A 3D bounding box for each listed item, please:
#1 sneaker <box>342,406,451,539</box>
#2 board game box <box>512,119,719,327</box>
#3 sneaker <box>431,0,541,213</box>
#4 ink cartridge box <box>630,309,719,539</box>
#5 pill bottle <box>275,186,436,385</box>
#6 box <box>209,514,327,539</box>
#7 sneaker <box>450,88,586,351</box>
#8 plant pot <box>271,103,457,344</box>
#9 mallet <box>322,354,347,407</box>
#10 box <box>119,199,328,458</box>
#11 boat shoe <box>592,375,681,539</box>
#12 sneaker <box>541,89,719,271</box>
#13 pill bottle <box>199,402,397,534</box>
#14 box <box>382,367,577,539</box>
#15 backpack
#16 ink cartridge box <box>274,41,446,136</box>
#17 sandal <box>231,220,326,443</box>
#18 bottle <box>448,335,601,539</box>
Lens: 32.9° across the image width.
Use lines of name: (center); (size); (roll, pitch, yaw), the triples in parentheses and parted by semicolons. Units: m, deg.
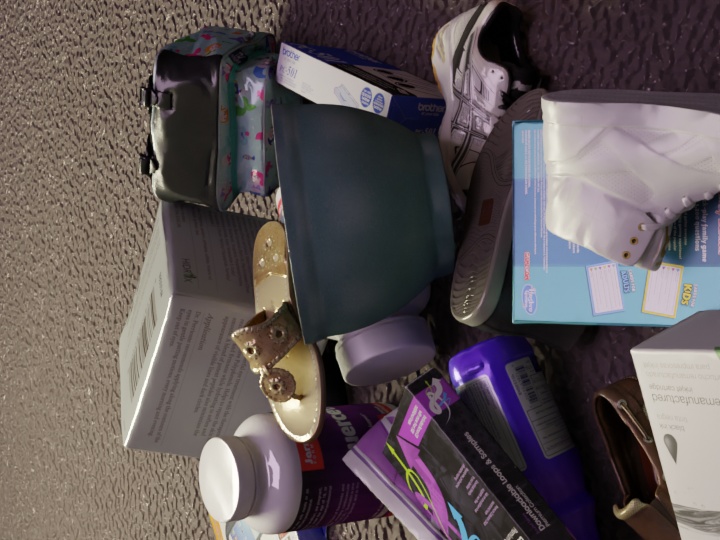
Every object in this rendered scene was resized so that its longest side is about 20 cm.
sneaker: (0.091, 0.198, 1.073); (0.200, 0.114, 0.073); (46, 173, 11)
board game box: (0.207, -0.035, 0.865); (0.200, 0.047, 0.151); (1, 91, 33)
sneaker: (0.113, -0.134, 1.030); (0.088, 0.076, 0.200); (-27, 70, 52)
ink cartridge box: (0.269, 0.129, 0.755); (0.146, 0.084, 0.200); (-5, 104, 55)
pill bottle: (0.000, 0.000, 1.157); (0.120, 0.119, 0.200); (-44, 56, 46)
box: (-0.104, 0.285, 1.379); (0.200, 0.041, 0.119); (-52, 50, 45)
sneaker: (0.145, -0.039, 0.984); (0.075, 0.106, 0.200); (1, 72, 63)
plant pot: (0.005, -0.047, 1.011); (0.200, 0.134, 0.201); (171, 90, -88)
mallet: (-0.075, 0.140, 1.343); (0.200, 0.041, 0.066); (-25, 70, 57)
box: (-0.148, 0.065, 1.284); (0.200, 0.171, 0.199); (-108, 34, -56)
boat shoe: (0.216, 0.174, 0.880); (0.075, 0.075, 0.203); (123, 137, -57)
sneaker: (0.215, -0.055, 0.799); (0.200, 0.074, 0.116); (8, 109, 30)
pill bottle: (-0.046, 0.187, 1.154); (0.112, 0.200, 0.113); (2, 93, 55)
box: (0.097, 0.188, 0.966); (0.200, 0.036, 0.143); (49, 156, 20)
backpack: (-0.139, -0.171, 1.305); (0.200, 0.150, 0.178); (-71, -15, -66)
ink cartridge box: (0.008, -0.172, 1.164); (0.200, 0.094, 0.044); (34, 118, 49)
sandal: (-0.087, 0.051, 1.093); (0.078, 0.070, 0.212); (-29, 60, 41)
bottle: (0.140, 0.151, 0.988); (0.065, 0.084, 0.200); (-28, 80, 25)
